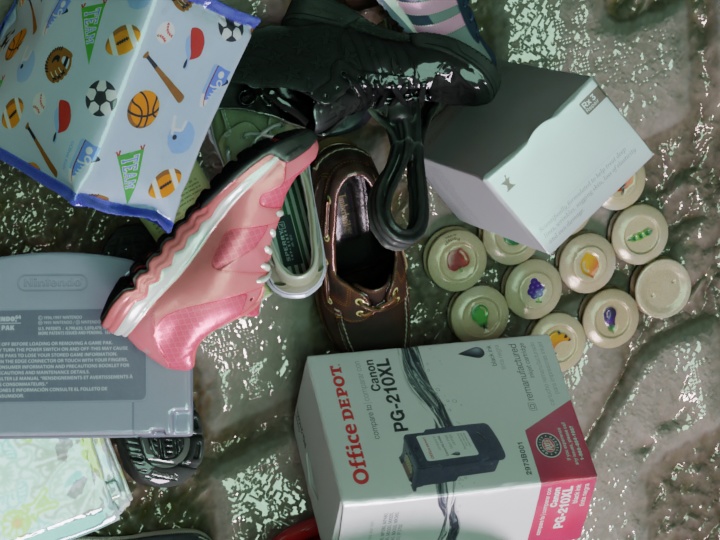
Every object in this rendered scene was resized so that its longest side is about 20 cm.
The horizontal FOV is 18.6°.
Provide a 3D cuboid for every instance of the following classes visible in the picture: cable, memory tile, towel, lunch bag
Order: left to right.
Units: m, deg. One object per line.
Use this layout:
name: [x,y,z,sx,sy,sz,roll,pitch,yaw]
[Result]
towel: [-0.285,0.136,1.642,0.199,0.048,0.172,-19,103,-12]
lunch bag: [-0.188,-0.140,1.545,0.124,0.200,0.171,20,94,-48]
cable: [0.027,-0.103,1.634,0.097,0.050,0.201,10,66,-39]
memory tile: [0.160,0.004,1.764,0.199,0.017,0.154,-26,107,-11]

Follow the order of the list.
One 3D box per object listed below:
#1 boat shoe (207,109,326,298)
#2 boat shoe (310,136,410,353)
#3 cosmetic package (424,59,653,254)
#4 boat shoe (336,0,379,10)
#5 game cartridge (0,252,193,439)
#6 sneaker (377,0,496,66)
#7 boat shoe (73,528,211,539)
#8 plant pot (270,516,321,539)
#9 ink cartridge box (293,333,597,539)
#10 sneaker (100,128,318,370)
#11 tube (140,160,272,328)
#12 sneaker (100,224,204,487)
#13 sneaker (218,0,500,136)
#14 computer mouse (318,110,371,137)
boat shoe: [-0.064,-0.079,1.604,0.072,0.062,0.201,-18,82,-12]
boat shoe: [0.000,0.000,1.672,0.070,0.070,0.201,-21,119,-11]
cosmetic package: [0.120,-0.088,1.637,0.113,0.200,0.081,-43,109,-4]
boat shoe: [0.051,-0.275,1.658,0.202,0.075,0.075,-32,67,3]
game cartridge: [-0.219,0.054,1.581,0.199,0.040,0.134,0,85,-1]
sneaker: [0.057,-0.211,1.599,0.082,0.070,0.200,-36,131,13]
boat shoe: [-0.200,0.242,1.678,0.199,0.063,0.073,-11,104,-14]
plant pot: [0.023,0.299,1.686,0.199,0.200,0.183,-6,105,-15]
ink cartridge box: [0.061,0.135,1.675,0.199,0.145,0.085,-5,138,-13]
sneaker: [-0.090,-0.014,1.547,0.087,0.074,0.200,43,93,-11]
tube: [-0.137,-0.054,1.622,0.058,0.052,0.200,-35,93,-41]
sneaker: [-0.169,0.066,1.648,0.076,0.091,0.201,0,78,-22]
sneaker: [-0.009,-0.132,1.572,0.199,0.060,0.105,21,61,9]
computer mouse: [-0.087,-0.137,1.659,0.199,0.034,0.059,9,85,-11]
